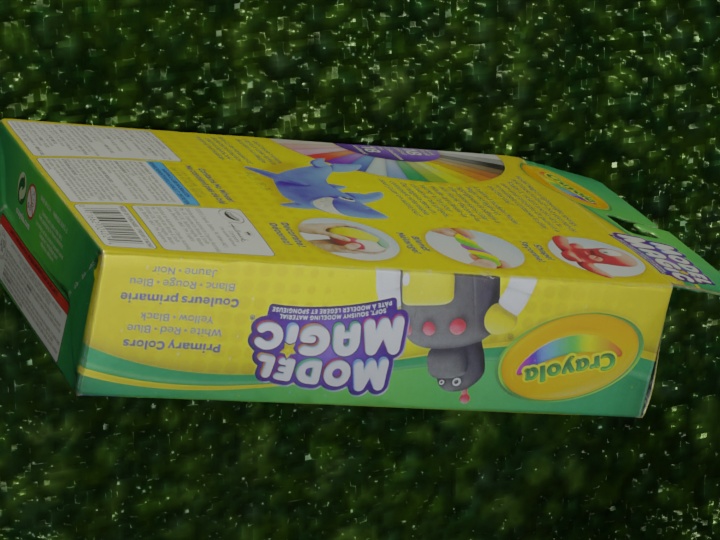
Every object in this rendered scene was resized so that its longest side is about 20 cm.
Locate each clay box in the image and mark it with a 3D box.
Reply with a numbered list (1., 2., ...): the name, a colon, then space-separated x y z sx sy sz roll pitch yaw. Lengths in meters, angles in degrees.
1. clay box: 0.000 0.000 0.872 0.200 0.115 0.048 5 109 -23
